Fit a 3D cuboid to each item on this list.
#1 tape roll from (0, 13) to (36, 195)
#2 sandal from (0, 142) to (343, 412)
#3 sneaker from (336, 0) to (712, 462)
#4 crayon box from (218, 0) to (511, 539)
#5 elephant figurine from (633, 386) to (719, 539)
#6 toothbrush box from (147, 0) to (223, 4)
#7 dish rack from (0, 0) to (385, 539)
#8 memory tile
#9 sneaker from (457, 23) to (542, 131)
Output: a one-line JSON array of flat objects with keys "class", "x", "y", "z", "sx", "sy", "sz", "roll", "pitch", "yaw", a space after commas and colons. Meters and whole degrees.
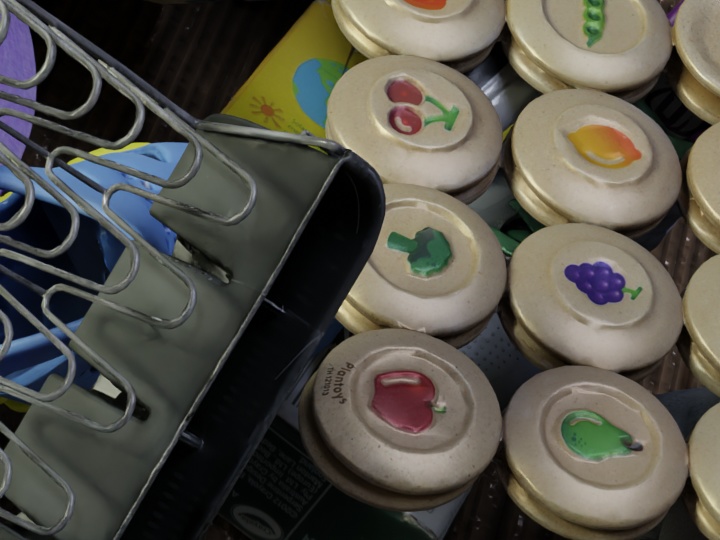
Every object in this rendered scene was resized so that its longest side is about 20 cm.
[{"class": "tape roll", "x": -0.193, "y": -0.060, "z": 0.815, "sx": 0.199, "sy": 0.066, "sz": 0.201, "roll": 19, "pitch": 45, "yaw": -20}, {"class": "sandal", "x": -0.076, "y": 0.003, "z": 0.745, "sx": 0.199, "sy": 0.087, "sz": 0.080, "roll": -4, "pitch": 91, "yaw": -39}, {"class": "sneaker", "x": 0.061, "y": -0.023, "z": 0.866, "sx": 0.074, "sy": 0.088, "sz": 0.200, "roll": 38, "pitch": 41, "yaw": 0}, {"class": "crayon box", "x": 0.000, "y": 0.000, "z": 0.907, "sx": 0.127, "sy": 0.051, "sz": 0.200, "roll": 37, "pitch": 41, "yaw": -1}, {"class": "elephant figurine", "x": 0.124, "y": 0.113, "z": 0.811, "sx": 0.141, "sy": 0.156, "sz": 0.200, "roll": 3, "pitch": 26, "yaw": 13}, {"class": "toothbrush box", "x": -0.049, "y": -0.189, "z": 0.904, "sx": 0.085, "sy": 0.146, "sz": 0.201, "roll": 13, "pitch": 87, "yaw": -25}, {"class": "dish rack", "x": -0.095, "y": 0.005, "z": 0.627, "sx": 0.054, "sy": 0.154, "sz": 0.200, "roll": 28, "pitch": -3, "yaw": 38}, {"class": "memory tile", "x": 0.063, "y": -0.012, "z": 0.794, "sx": 0.152, "sy": 0.017, "sz": 0.201, "roll": 11, "pitch": 49, "yaw": -9}, {"class": "sneaker", "x": 0.019, "y": -0.118, "z": 0.914, "sx": 0.112, "sy": 0.073, "sz": 0.200, "roll": 48, "pitch": 33, "yaw": -17}]
